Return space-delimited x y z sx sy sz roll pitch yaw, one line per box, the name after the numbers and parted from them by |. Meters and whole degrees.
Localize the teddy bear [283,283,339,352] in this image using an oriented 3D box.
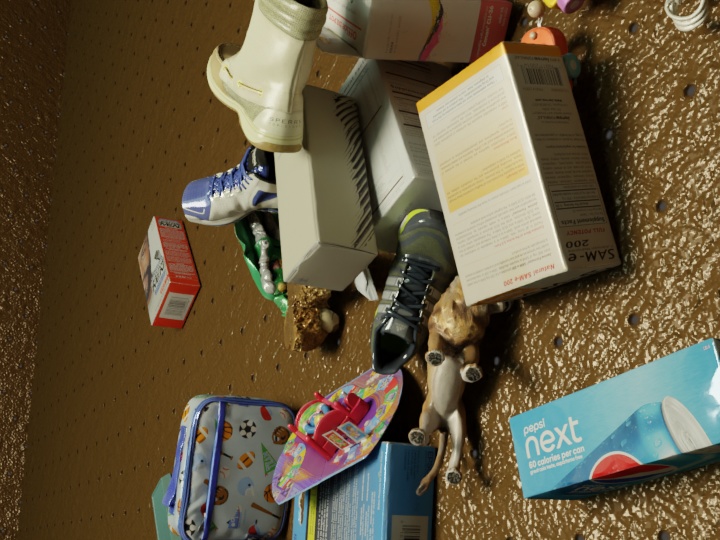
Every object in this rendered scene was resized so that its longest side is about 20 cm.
-0.058 0.004 1.049 0.145 0.067 0.200 134 135 -65 | teddy bear

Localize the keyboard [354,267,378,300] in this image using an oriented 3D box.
0.000 0.000 0.919 0.200 0.011 0.056 -156 52 -85 | keyboard

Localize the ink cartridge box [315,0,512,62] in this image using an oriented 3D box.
0.038 -0.263 0.846 0.116 0.200 0.068 -130 42 -51 | ink cartridge box

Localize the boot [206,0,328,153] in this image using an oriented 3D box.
-0.093 -0.227 0.815 0.200 0.072 0.155 56 140 46 | boot

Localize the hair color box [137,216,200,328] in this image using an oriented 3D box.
-0.368 0.002 1.569 0.111 0.064 0.200 -61 35 29 | hair color box

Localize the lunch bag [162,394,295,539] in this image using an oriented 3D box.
-0.171 0.264 1.078 0.076 0.160 0.200 -6 76 58 | lunch bag

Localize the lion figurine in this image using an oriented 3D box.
0.086 0.104 0.790 0.123 0.072 0.200 -67 -7 -68 | lion figurine

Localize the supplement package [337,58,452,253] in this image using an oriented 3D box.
0.050 -0.128 0.881 0.114 0.109 0.200 -50 42 41 | supplement package

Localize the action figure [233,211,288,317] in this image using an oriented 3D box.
-0.121 -0.021 1.155 0.055 0.118 0.200 -41 57 34 | action figure

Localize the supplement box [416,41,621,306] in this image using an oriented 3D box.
0.134 -0.080 0.725 0.126 0.073 0.200 -24 75 54 | supplement box

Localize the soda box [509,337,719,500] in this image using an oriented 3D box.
0.203 0.116 0.606 0.200 0.064 0.068 -38 51 49 | soda box

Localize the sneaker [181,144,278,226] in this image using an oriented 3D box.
-0.147 -0.124 1.098 0.115 0.199 0.081 70 -160 -58 | sneaker

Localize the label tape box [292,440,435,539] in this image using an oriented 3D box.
-0.003 0.260 0.900 0.200 0.066 0.144 -18 65 58 | label tape box

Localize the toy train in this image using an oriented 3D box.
0.211 -0.225 0.710 0.200 0.056 0.151 -17 82 51 | toy train

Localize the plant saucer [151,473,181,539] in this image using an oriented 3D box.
-0.333 0.453 1.424 0.070 0.019 0.200 -59 38 31 | plant saucer

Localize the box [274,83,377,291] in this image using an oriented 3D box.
-0.040 -0.086 0.837 0.082 0.068 0.200 -45 44 48 | box

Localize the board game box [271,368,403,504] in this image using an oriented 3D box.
-0.039 0.164 0.912 0.200 0.039 0.158 -35 21 30 | board game box

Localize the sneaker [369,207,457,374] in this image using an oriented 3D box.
0.054 0.027 0.820 0.081 0.074 0.200 -68 -8 -50 | sneaker
